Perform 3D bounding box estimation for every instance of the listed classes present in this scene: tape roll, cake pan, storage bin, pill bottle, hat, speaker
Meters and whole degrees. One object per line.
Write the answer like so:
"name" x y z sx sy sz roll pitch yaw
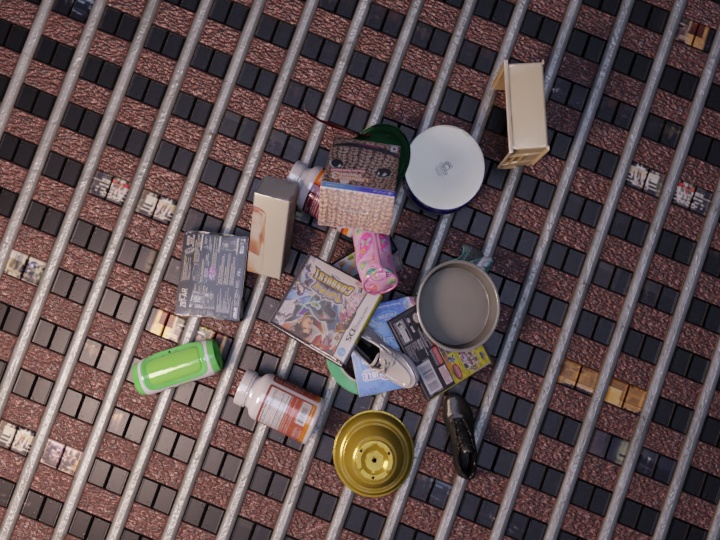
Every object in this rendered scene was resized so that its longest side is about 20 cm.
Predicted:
"tape roll" 0.014 0.191 1.655 0.195 0.048 0.206 0 88 -2
"cake pan" 0.216 0.080 1.567 0.195 0.037 0.206 1 84 -10
"storage bin" 0.363 -0.354 1.609 0.091 0.199 0.206 -4 87 1
"pill bottle" -0.079 -0.173 1.640 0.197 0.113 0.115 29 87 1
"pill bottle" -0.189 0.309 1.617 0.196 0.112 0.114 25 87 1
"hat" -0.008 -0.277 1.589 0.196 0.175 0.170 0 82 30
"speaker" -0.427 0.225 1.633 0.195 0.088 0.091 -17 87 -1

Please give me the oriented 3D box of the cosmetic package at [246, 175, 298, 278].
"cosmetic package" -0.201 -0.099 1.596 0.085 0.104 0.204 13 120 2

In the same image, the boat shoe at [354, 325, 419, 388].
"boat shoe" 0.044 0.193 1.543 0.200 0.066 0.072 45 117 3

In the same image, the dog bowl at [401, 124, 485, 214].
"dog bowl" 0.195 -0.239 1.662 0.194 0.079 0.206 0 88 0

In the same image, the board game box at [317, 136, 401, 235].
"board game box" 0.000 -0.186 1.506 0.155 0.202 0.098 8 131 1

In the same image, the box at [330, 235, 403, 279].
"box" 0.000 0.000 1.628 0.197 0.117 0.061 -30 69 -1

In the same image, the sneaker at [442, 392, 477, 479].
"sneaker" 0.241 0.388 1.627 0.074 0.091 0.205 -13 86 1

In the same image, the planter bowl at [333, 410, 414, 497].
"planter bowl" 0.032 0.435 1.626 0.195 0.083 0.206 0 87 -1

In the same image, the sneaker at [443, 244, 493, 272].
"sneaker" 0.221 0.020 1.663 0.200 0.078 0.091 -43 72 -5

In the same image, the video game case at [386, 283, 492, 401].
"video game case" 0.181 0.162 1.586 0.178 0.025 0.203 -28 90 -12

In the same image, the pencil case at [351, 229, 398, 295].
"pencil case" 0.028 -0.048 1.516 0.085 0.088 0.204 -8 54 -1

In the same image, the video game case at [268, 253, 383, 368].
"video game case" -0.076 0.085 1.528 0.197 0.026 0.183 27 78 17

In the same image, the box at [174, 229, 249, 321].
"box" -0.350 0.013 1.663 0.156 0.044 0.206 5 87 0

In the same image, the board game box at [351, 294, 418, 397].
"board game box" 0.073 0.171 1.612 0.195 0.043 0.204 -11 89 -2
